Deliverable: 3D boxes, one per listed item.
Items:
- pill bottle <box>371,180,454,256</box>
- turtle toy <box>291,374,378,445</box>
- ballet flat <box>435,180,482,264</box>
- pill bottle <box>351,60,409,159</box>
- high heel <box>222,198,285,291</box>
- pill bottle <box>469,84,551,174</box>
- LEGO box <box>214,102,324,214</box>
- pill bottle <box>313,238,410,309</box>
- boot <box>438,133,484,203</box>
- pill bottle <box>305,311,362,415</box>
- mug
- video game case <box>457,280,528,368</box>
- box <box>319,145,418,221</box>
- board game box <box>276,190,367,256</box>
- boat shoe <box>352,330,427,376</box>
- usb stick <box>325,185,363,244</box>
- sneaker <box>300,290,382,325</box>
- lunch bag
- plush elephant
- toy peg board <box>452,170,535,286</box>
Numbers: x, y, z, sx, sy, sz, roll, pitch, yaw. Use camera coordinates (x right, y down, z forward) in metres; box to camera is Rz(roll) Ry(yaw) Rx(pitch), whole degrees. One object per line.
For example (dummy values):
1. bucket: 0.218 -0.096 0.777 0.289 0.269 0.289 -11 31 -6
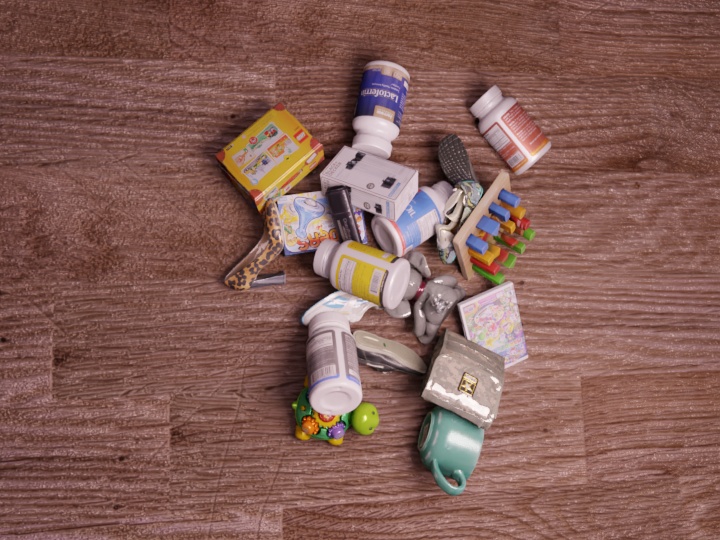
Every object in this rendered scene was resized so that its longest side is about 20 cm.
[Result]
1. pill bottle: 0.131 -0.124 1.490 0.198 0.112 0.113 -34 90 -20
2. turtle toy: -0.056 0.314 1.423 0.195 0.101 0.149 11 82 -8
3. ballet flat: 0.203 -0.110 1.437 0.073 0.074 0.204 17 109 -7
4. pill bottle: 0.044 -0.372 1.505 0.113 0.116 0.205 12 82 -8
5. high heel: -0.241 -0.054 1.428 0.139 0.071 0.205 -6 107 -15
6. pill bottle: 0.358 -0.342 1.555 0.112 0.112 0.201 -40 91 -11
7. LEGO box: -0.203 -0.254 1.454 0.199 0.077 0.149 -41 76 -11
8. pill bottle: 0.000 0.000 1.393 0.197 0.111 0.113 21 80 22
9. boot: 0.245 -0.213 1.522 0.067 0.130 0.204 -24 80 13
10. pill bottle: -0.060 0.194 1.377 0.111 0.115 0.202 1 44 -9
11. mug: 0.194 0.379 1.415 0.112 0.185 0.155 20 99 -2
12. video game case: 0.312 0.142 1.504 0.141 0.018 0.204 -22 111 -12
13. box: 0.019 -0.198 1.450 0.197 0.061 0.117 23 55 23
14. board game box: -0.090 -0.114 1.497 0.195 0.034 0.139 -9 85 -10
15. boat shoe: 0.060 0.202 1.482 0.196 0.072 0.068 21 118 -13
16. usb stick: -0.030 -0.094 1.446 0.054 0.033 0.204 -8 114 19
17. sneaker: -0.041 0.086 1.464 0.197 0.076 0.082 -23 90 -9
18. lunch bag: 0.225 0.242 1.411 0.161 0.201 0.119 26 119 2
19. plush elephant: 0.136 0.054 1.461 0.154 0.200 0.166 37 87 15
20. toy peg board: 0.316 -0.080 1.465 0.097 0.200 0.201 31 78 26
